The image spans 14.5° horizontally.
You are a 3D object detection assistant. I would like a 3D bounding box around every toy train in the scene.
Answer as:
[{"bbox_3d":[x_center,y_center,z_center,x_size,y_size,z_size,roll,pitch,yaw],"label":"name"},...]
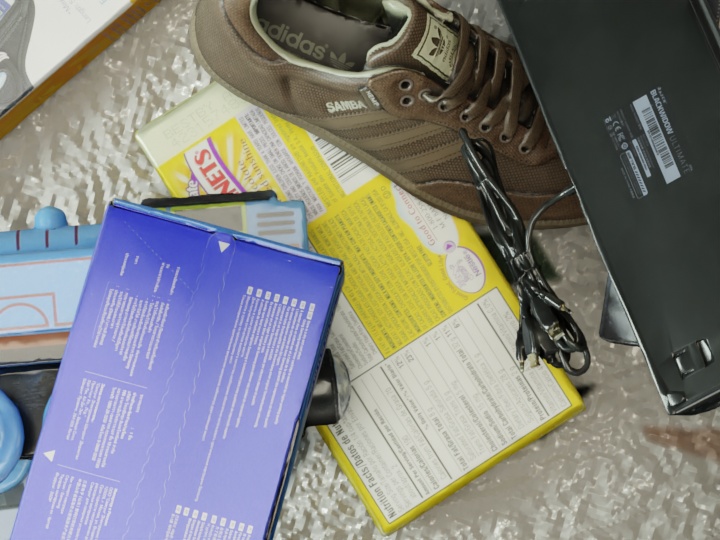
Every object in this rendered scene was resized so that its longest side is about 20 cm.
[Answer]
[{"bbox_3d":[-0.105,0.029,1.142,0.199,0.087,0.115,-4,84,-1],"label":"toy train"}]

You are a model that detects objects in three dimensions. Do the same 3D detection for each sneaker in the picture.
[{"bbox_3d":[0.028,-0.072,1.145,0.199,0.076,0.071,19,73,-8],"label":"sneaker"}]

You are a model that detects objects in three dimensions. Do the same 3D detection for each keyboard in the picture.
[{"bbox_3d":[0.096,-0.038,1.085,0.127,0.021,0.201,-29,70,24],"label":"keyboard"}]

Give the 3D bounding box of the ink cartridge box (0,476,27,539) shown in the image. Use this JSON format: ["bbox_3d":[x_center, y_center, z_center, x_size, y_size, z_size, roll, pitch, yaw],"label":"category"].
[{"bbox_3d":[-0.179,0.131,1.199,0.119,0.042,0.201,-12,90,4],"label":"ink cartridge box"}]

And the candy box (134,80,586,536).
[{"bbox_3d":[0.000,0.000,1.190,0.102,0.026,0.201,-32,86,5],"label":"candy box"}]

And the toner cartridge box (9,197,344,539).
[{"bbox_3d":[-0.076,0.083,1.068,0.094,0.043,0.201,16,81,2],"label":"toner cartridge box"}]

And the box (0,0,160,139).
[{"bbox_3d":[-0.191,-0.103,1.204,0.200,0.041,0.119,-40,86,5],"label":"box"}]

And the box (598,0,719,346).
[{"bbox_3d":[0.216,-0.054,1.086,0.198,0.123,0.201,11,93,34],"label":"box"}]
